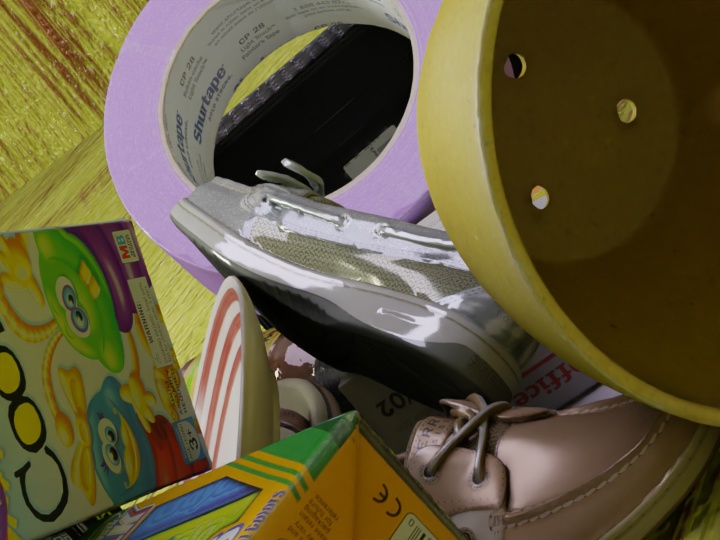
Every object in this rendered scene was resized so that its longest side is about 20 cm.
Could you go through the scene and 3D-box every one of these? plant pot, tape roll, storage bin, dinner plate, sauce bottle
[{"bbox_3d":[0.097,-0.051,0.763,0.200,0.200,0.142,-44,16,-18],"label":"plant pot"},{"bbox_3d":[-0.025,-0.078,1.134,0.200,0.200,0.066,-40,-31,1],"label":"tape roll"},{"bbox_3d":[0.006,-0.058,1.241,0.200,0.135,0.094,-40,12,3],"label":"storage bin"},{"bbox_3d":[-0.054,0.103,0.889,0.200,0.024,0.201,-172,90,-82],"label":"dinner plate"},{"bbox_3d":[-0.029,0.056,1.117,0.065,0.065,0.200,-47,14,-28],"label":"sauce bottle"}]

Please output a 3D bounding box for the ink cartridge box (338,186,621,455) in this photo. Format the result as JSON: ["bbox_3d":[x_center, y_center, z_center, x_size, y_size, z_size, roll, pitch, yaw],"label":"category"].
[{"bbox_3d":[0.061,0.019,0.962,0.115,0.068,0.200,-37,13,21],"label":"ink cartridge box"}]

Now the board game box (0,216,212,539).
[{"bbox_3d":[-0.146,0.050,0.772,0.105,0.103,0.200,-20,-3,18],"label":"board game box"}]

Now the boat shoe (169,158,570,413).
[{"bbox_3d":[0.000,-0.001,0.898,0.065,0.074,0.202,-52,38,-13],"label":"boat shoe"}]

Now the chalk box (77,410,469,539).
[{"bbox_3d":[-0.051,0.150,0.712,0.200,0.125,0.124,-29,16,48],"label":"chalk box"}]

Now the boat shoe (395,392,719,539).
[{"bbox_3d":[0.041,0.082,0.808,0.200,0.065,0.071,-31,15,39],"label":"boat shoe"}]

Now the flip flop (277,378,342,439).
[{"bbox_3d":[-0.043,0.093,0.989,0.200,0.057,0.081,-130,57,-74],"label":"flip flop"}]

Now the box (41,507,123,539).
[{"bbox_3d":[-0.222,0.140,1.102,0.200,0.193,0.048,-37,15,20],"label":"box"}]
